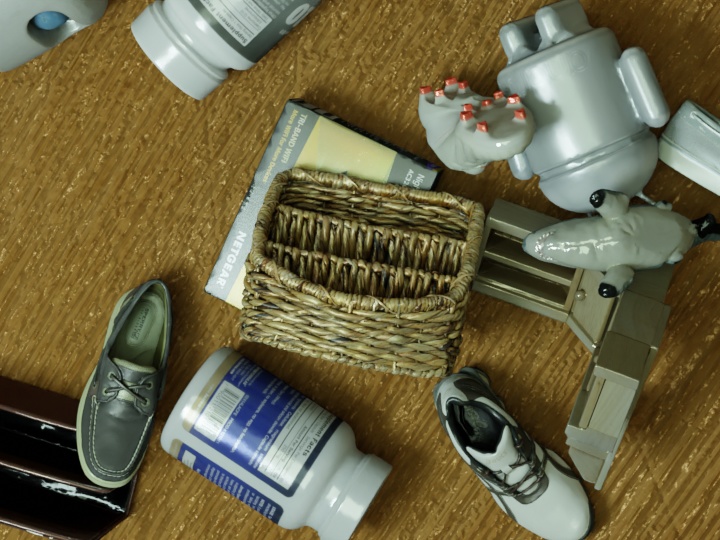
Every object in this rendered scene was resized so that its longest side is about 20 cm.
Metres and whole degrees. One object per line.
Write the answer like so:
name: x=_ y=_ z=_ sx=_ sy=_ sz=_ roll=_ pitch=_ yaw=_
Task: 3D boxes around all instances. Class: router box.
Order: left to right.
router box: x=-0.034 y=-0.038 z=1.697 sx=0.156 sy=0.052 sz=0.201 roll=25 pitch=100 yaw=6

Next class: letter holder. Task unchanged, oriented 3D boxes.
letter holder: x=-0.322 y=0.176 z=1.726 sx=0.199 sy=0.142 sz=0.101 roll=16 pitch=99 yaw=8

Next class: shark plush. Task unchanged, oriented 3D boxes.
shark plush: x=0.243 y=-0.039 z=1.600 sx=0.199 sy=0.083 sz=0.091 roll=-19 pitch=96 yaw=-30

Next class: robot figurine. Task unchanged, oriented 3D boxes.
robot figurine: x=0.193 y=-0.137 z=1.614 sx=0.169 sy=0.113 sz=0.201 roll=-22 pitch=92 yaw=41

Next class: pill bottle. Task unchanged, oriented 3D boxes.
pill bottle: x=-0.105 y=-0.257 z=1.653 sx=0.200 sy=0.114 sz=0.114 roll=-42 pitch=88 yaw=12
pill bottle: x=-0.076 y=0.169 z=1.696 sx=0.199 sy=0.116 sz=0.116 roll=33 pitch=101 yaw=5

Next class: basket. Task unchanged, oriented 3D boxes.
basket: x=0.000 y=0.000 z=1.596 sx=0.199 sy=0.143 sz=0.150 roll=12 pitch=100 yaw=5

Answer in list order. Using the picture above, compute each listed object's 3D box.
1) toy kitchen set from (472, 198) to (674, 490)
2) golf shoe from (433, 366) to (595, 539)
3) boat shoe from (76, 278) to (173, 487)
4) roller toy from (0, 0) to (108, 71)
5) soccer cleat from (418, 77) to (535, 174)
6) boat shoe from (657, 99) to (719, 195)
toy kitchen set: x=0.163 y=0.077 z=1.611 sx=0.179 sy=0.200 sz=0.164 roll=20 pitch=124 yaw=7
golf shoe: x=0.136 y=0.181 z=1.672 sx=0.078 sy=0.094 sz=0.200 roll=-44 pitch=89 yaw=11
boat shoe: x=-0.217 y=0.099 z=1.690 sx=0.071 sy=0.066 sz=0.202 roll=16 pitch=63 yaw=-9
roller toy: x=-0.319 y=-0.289 z=1.655 sx=0.139 sy=0.201 sz=0.183 roll=-27 pitch=127 yaw=12
soccer cleat: x=0.106 y=-0.118 z=1.600 sx=0.069 sy=0.200 sz=0.078 roll=-19 pitch=110 yaw=-13
boat shoe: x=0.361 y=-0.088 z=1.612 sx=0.200 sy=0.070 sz=0.072 roll=28 pitch=106 yaw=9
